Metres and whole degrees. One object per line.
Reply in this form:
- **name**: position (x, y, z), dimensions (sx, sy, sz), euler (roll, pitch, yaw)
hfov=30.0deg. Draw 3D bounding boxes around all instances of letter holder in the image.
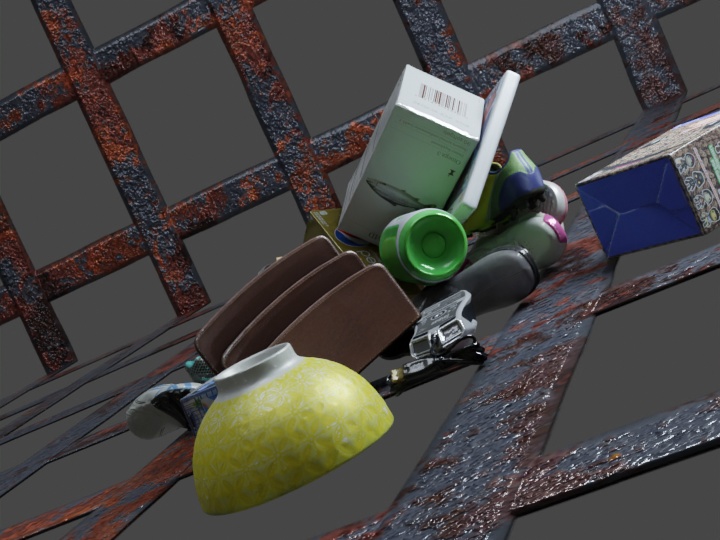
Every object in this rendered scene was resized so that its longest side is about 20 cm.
- **letter holder**: position (-0.061, 0.061, 1.446), dimensions (0.200, 0.143, 0.100), euler (-40, 8, -21)

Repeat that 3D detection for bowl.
- **bowl**: position (-0.080, 0.133, 1.249), dimensions (0.199, 0.108, 0.200), euler (-25, 6, 3)

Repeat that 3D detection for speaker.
- **speaker**: position (0.072, -0.028, 1.592), dimensions (0.088, 0.089, 0.200), euler (-25, 3, -6)

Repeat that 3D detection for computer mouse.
- **computer mouse**: position (0.090, 0.074, 1.404), dimensions (0.109, 0.044, 0.200), euler (-28, 10, 18)

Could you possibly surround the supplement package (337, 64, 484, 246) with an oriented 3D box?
- **supplement package**: position (0.065, -0.137, 1.723), dimensions (0.118, 0.116, 0.201), euler (-77, 11, -55)

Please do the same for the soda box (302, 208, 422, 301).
- **soda box**: position (0.000, 0.000, 1.739), dimensions (0.067, 0.064, 0.200), euler (-7, 40, -30)

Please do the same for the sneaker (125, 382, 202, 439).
- **sneaker**: position (-0.241, 0.174, 1.767), dimensions (0.199, 0.072, 0.073), euler (-20, 22, 50)

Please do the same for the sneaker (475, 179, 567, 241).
- **sneaker**: position (0.241, -0.072, 1.781), dimensions (0.104, 0.076, 0.200), euler (-7, -13, -25)

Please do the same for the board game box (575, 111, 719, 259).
- **board game box**: position (0.379, -0.107, 1.541), dimensions (0.199, 0.098, 0.159), euler (-29, 7, -33)

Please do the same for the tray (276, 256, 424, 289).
- **tray**: position (-0.012, 0.016, 1.857), dimensions (0.198, 0.099, 0.037), euler (-8, 46, -1)

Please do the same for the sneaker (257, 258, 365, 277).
- **sneaker**: position (-0.053, 0.010, 1.670), dimensions (0.199, 0.078, 0.078), euler (11, 30, 41)

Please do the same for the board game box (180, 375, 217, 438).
- **board game box**: position (-0.085, 0.124, 1.608), dimensions (0.198, 0.062, 0.200), euler (-21, 4, 19)

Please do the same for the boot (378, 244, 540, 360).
- **boot**: position (0.108, 0.047, 1.537), dimensions (0.200, 0.070, 0.131), euler (-31, 5, 47)

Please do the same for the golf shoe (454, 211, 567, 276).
- **golf shoe**: position (0.187, -0.013, 1.710), dimensions (0.091, 0.076, 0.200), euler (-38, 3, -31)

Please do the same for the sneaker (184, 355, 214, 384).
- **sneaker**: position (-0.170, 0.097, 1.820), dimensions (0.077, 0.091, 0.201), euler (-30, 21, 38)

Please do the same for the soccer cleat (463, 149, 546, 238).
- **soccer cleat**: position (0.168, -0.098, 1.725), dimensions (0.064, 0.084, 0.200), euler (-21, -5, -30)

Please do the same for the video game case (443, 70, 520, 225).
- **video game case**: position (0.138, -0.132, 1.715), dimensions (0.182, 0.023, 0.201), euler (127, 165, -66)
